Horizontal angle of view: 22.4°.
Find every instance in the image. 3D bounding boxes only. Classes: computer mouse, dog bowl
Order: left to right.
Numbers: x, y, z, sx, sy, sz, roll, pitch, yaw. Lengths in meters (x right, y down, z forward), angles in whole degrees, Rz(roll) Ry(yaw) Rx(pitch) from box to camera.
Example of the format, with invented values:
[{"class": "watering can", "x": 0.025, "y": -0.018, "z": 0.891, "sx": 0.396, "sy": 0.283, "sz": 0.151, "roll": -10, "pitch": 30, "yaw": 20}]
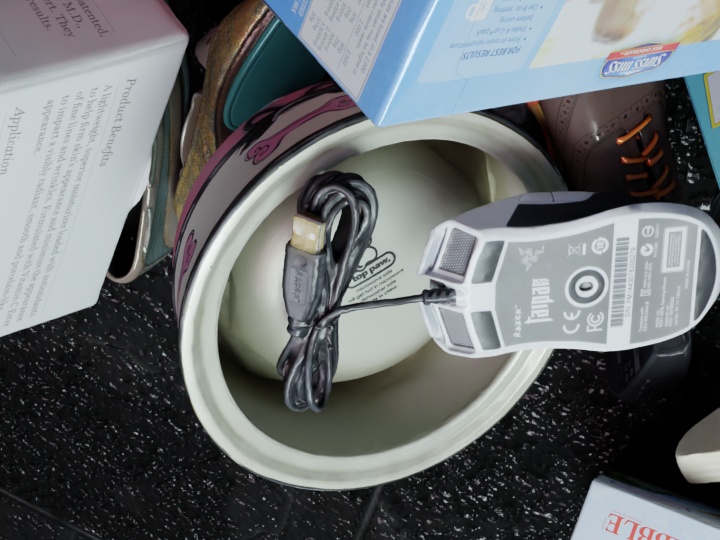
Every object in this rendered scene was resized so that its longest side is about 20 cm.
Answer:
[{"class": "dog bowl", "x": 0.000, "y": 0.000, "z": 0.844, "sx": 0.198, "sy": 0.074, "sz": 0.202, "roll": -12, "pitch": 124, "yaw": -19}, {"class": "computer mouse", "x": 0.061, "y": 0.003, "z": 0.794, "sx": 0.198, "sy": 0.044, "sz": 0.111, "roll": -4, "pitch": 117, "yaw": -10}, {"class": "computer mouse", "x": 0.163, "y": 0.011, "z": 0.883, "sx": 0.034, "sy": 0.059, "sz": 0.200, "roll": 5, "pitch": 154, "yaw": -9}]

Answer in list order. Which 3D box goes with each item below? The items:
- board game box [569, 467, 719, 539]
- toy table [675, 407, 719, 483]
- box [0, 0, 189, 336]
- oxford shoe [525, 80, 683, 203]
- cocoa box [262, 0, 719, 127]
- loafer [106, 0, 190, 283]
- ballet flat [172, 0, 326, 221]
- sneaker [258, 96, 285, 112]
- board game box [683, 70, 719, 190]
[{"class": "board game box", "x": 0.208, "y": 0.156, "z": 0.921, "sx": 0.198, "sy": 0.199, "sz": 0.042, "roll": 20, "pitch": 89, "yaw": 10}, {"class": "toy table", "x": 0.243, "y": 0.043, "z": 0.847, "sx": 0.183, "sy": 0.117, "sz": 0.200, "roll": -24, "pitch": 114, "yaw": 39}, {"class": "box", "x": -0.209, "y": -0.098, "z": 0.904, "sx": 0.200, "sy": 0.130, "sz": 0.200, "roll": 52, "pitch": 139, "yaw": 23}, {"class": "oxford shoe", "x": 0.121, "y": -0.062, "z": 0.824, "sx": 0.073, "sy": 0.071, "sz": 0.201, "roll": 49, "pitch": 165, "yaw": 30}, {"class": "cocoa box", "x": 0.063, "y": -0.150, "z": 0.638, "sx": 0.131, "sy": 0.199, "sz": 0.134, "roll": 50, "pitch": 133, "yaw": 28}, {"class": "loafer", "x": -0.130, "y": -0.083, "z": 0.973, "sx": 0.071, "sy": 0.063, "sz": 0.201, "roll": 7, "pitch": 129, "yaw": 22}, {"class": "ballet flat", "x": -0.062, "y": -0.087, "z": 0.941, "sx": 0.070, "sy": 0.071, "sz": 0.201, "roll": 24, "pitch": 132, "yaw": 8}, {"class": "sneaker", "x": 0.007, "y": -0.007, "z": 0.941, "sx": 0.080, "sy": 0.129, "sz": 0.202, "roll": -131, "pitch": 34, "yaw": -49}, {"class": "board game box", "x": 0.192, "y": -0.106, "z": 0.696, "sx": 0.047, "sy": 0.202, "sz": 0.151, "roll": 13, "pitch": 142, "yaw": -36}]
